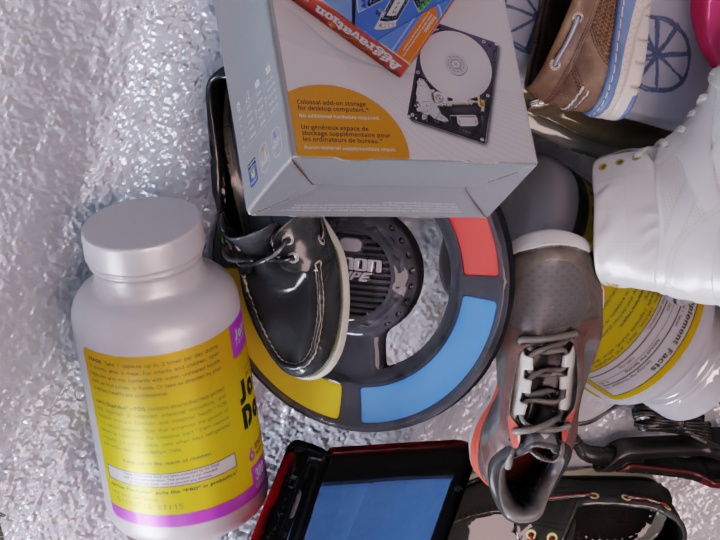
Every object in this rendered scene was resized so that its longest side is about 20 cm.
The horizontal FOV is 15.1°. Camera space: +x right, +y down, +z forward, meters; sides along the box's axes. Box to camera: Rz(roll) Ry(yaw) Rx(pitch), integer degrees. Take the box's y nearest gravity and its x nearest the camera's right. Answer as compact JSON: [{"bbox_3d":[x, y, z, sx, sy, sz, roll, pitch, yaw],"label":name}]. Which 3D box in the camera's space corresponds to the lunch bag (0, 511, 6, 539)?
[{"bbox_3d":[-0.291,0.204,1.621,0.077,0.160,0.200,37,100,-27],"label":"lunch bag"}]

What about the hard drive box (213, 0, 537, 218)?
[{"bbox_3d":[0.002,-0.136,1.575,0.156,0.200,0.077,0,156,-24],"label":"hard drive box"}]

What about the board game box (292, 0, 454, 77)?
[{"bbox_3d":[0.029,-0.210,1.566,0.103,0.019,0.200,35,57,-3],"label":"board game box"}]

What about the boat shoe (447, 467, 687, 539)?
[{"bbox_3d":[0.126,0.177,1.845,0.201,0.063,0.074,-3,118,-20],"label":"boat shoe"}]

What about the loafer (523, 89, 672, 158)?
[{"bbox_3d":[0.122,-0.120,1.702,0.200,0.075,0.070,11,112,-27],"label":"loafer"}]

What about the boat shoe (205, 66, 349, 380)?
[{"bbox_3d":[-0.056,-0.032,1.622,0.066,0.074,0.200,-5,91,-59],"label":"boat shoe"}]

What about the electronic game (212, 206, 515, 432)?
[{"bbox_3d":[0.000,0.000,1.655,0.042,0.200,0.200,-18,129,-64],"label":"electronic game"}]

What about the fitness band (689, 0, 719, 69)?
[{"bbox_3d":[0.299,-0.155,1.695,0.200,0.037,0.144,30,100,-23],"label":"fitness band"}]

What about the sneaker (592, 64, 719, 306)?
[{"bbox_3d":[0.197,-0.079,1.640,0.074,0.115,0.200,41,61,-58],"label":"sneaker"}]

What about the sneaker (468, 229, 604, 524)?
[{"bbox_3d":[0.115,0.070,1.661,0.077,0.082,0.200,-1,124,-8],"label":"sneaker"}]

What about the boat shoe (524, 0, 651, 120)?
[{"bbox_3d":[0.137,-0.193,1.620,0.072,0.072,0.200,8,81,-19],"label":"boat shoe"}]

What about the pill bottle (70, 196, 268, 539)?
[{"bbox_3d":[-0.119,0.060,1.660,0.104,0.104,0.200,-16,118,-16],"label":"pill bottle"}]

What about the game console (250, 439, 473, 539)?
[{"bbox_3d":[-0.018,0.213,1.731,0.119,0.172,0.200,18,129,2],"label":"game console"}]

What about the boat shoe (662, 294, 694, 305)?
[{"bbox_3d":[0.273,-0.037,1.676,0.200,0.070,0.071,-42,162,7],"label":"boat shoe"}]

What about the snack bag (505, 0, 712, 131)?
[{"bbox_3d":[0.159,-0.197,1.683,0.188,0.021,0.200,13,83,-27],"label":"snack bag"}]

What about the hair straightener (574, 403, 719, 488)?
[{"bbox_3d":[0.230,0.109,1.874,0.200,0.041,0.077,10,119,-21],"label":"hair straightener"}]

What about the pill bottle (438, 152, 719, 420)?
[{"bbox_3d":[0.155,0.017,1.756,0.200,0.112,0.112,33,96,-32],"label":"pill bottle"}]
